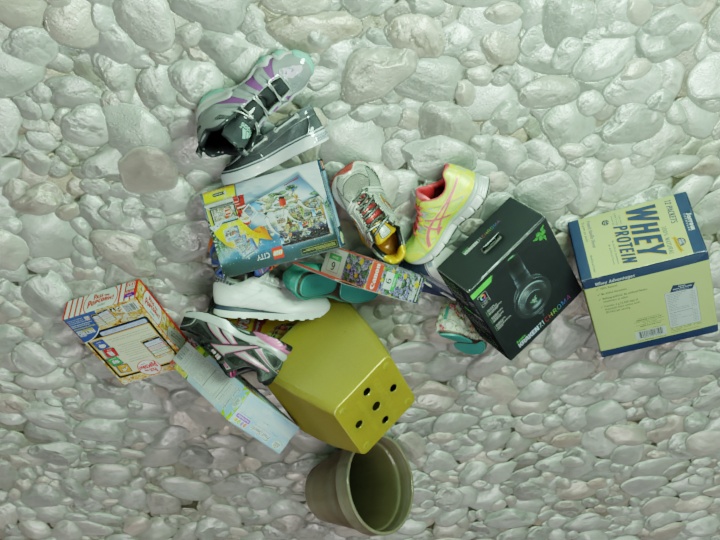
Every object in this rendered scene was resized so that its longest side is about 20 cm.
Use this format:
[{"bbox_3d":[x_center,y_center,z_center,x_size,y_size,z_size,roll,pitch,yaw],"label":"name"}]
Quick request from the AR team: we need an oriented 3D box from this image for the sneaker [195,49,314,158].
[{"bbox_3d":[-0.148,-0.214,1.361,0.199,0.141,0.078,-28,130,26],"label":"sneaker"}]

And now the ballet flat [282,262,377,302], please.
[{"bbox_3d":[-0.051,0.013,1.639,0.199,0.070,0.068,4,110,-46],"label":"ballet flat"}]

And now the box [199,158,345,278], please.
[{"bbox_3d":[-0.136,-0.079,1.520,0.197,0.038,0.138,-14,97,13],"label":"box"}]

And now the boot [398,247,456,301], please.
[{"bbox_3d":[0.159,0.020,1.668,0.199,0.074,0.090,31,150,-33],"label":"boot"}]

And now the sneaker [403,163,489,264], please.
[{"bbox_3d":[0.114,-0.094,1.544,0.090,0.079,0.201,28,123,-16],"label":"sneaker"}]

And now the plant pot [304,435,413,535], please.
[{"bbox_3d":[-0.017,0.448,2.018,0.172,0.202,0.199,-20,135,40],"label":"plant pot"}]

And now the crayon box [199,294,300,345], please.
[{"bbox_3d":[-0.174,0.097,1.740,0.197,0.051,0.128,13,133,-15],"label":"crayon box"}]

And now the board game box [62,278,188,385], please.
[{"bbox_3d":[-0.411,0.114,1.756,0.150,0.047,0.201,-16,134,14],"label":"board game box"}]

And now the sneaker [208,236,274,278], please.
[{"bbox_3d":[-0.152,-0.025,1.597,0.197,0.079,0.076,-11,136,10],"label":"sneaker"}]

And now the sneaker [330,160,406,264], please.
[{"bbox_3d":[0.022,-0.090,1.521,0.078,0.082,0.201,-36,132,-2],"label":"sneaker"}]

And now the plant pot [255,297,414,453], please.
[{"bbox_3d":[-0.026,0.193,1.688,0.200,0.176,0.201,-43,133,-14],"label":"plant pot"}]

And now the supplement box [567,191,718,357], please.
[{"bbox_3d":[0.461,0.010,1.603,0.197,0.135,0.201,-15,134,13],"label":"supplement box"}]

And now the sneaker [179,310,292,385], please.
[{"bbox_3d":[-0.218,0.130,1.629,0.198,0.087,0.080,18,171,18],"label":"sneaker"}]

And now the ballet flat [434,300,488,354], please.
[{"bbox_3d":[0.184,0.101,1.729,0.075,0.065,0.200,0,165,19],"label":"ballet flat"}]

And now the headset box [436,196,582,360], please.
[{"bbox_3d":[0.239,0.009,1.575,0.174,0.093,0.201,-42,130,-8],"label":"headset box"}]

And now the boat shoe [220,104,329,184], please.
[{"bbox_3d":[-0.138,-0.186,1.448,0.199,0.072,0.068,-20,100,37],"label":"boat shoe"}]

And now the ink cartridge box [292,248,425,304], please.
[{"bbox_3d":[0.000,0.000,1.555,0.199,0.108,0.051,18,92,-46],"label":"ink cartridge box"}]

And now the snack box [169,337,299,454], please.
[{"bbox_3d":[-0.225,0.223,1.748,0.068,0.199,0.169,-52,138,-7],"label":"snack box"}]

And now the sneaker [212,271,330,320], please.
[{"bbox_3d":[-0.147,0.041,1.640,0.197,0.082,0.076,3,-179,-10],"label":"sneaker"}]
